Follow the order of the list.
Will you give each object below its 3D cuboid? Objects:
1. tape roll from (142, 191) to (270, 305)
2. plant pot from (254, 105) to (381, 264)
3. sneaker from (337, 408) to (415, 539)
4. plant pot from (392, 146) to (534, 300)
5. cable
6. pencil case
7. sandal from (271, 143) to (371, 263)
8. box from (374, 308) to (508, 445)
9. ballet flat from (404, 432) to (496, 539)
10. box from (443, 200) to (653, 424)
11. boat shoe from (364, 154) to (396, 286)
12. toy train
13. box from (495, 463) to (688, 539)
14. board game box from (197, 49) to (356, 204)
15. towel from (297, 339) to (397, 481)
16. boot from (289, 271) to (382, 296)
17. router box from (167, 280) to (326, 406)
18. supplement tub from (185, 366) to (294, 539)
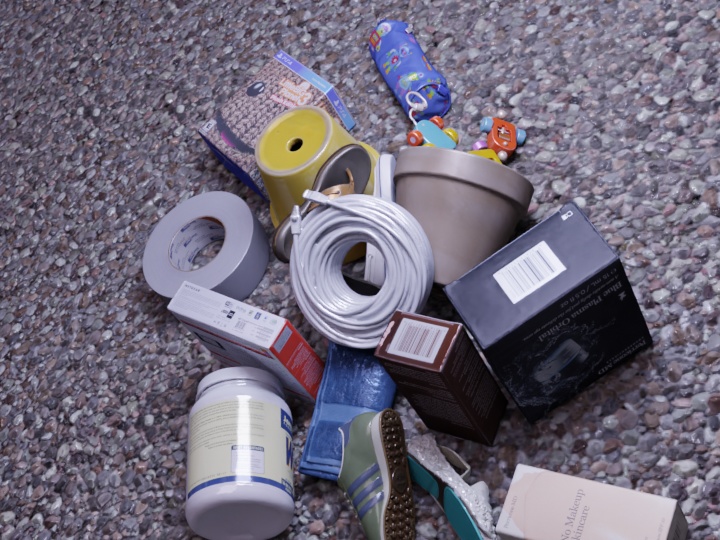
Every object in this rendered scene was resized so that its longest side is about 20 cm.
[{"bbox_3d":[-0.244,-0.026,1.891,0.198,0.066,0.202,-13,53,18],"label":"tape roll"},{"bbox_3d":[-0.063,-0.138,1.795,0.199,0.189,0.203,-13,53,19],"label":"plant pot"},{"bbox_3d":[0.014,0.281,1.519,0.089,0.067,0.203,-11,79,37],"label":"sneaker"},{"bbox_3d":[0.126,-0.055,1.657,0.198,0.200,0.176,8,78,31],"label":"plant pot"},{"bbox_3d":[0.000,0.000,1.587,0.198,0.069,0.203,10,100,19],"label":"cable"},{"bbox_3d":[0.079,-0.325,1.924,0.087,0.078,0.201,-45,46,22],"label":"pencil case"},{"bbox_3d":[-0.046,-0.089,1.681,0.200,0.082,0.054,-48,37,-16],"label":"sandal"},{"bbox_3d":[0.106,0.137,1.505,0.099,0.201,0.075,12,61,32],"label":"box"},{"bbox_3d":[0.121,0.270,1.496,0.072,0.072,0.200,-41,49,-4],"label":"ballet flat"},{"bbox_3d":[0.238,0.056,1.492,0.196,0.200,0.118,-34,48,2],"label":"box"},{"bbox_3d":[0.023,-0.066,1.726,0.069,0.071,0.203,-1,95,15],"label":"boat shoe"},{"bbox_3d":[0.148,-0.186,1.751,0.056,0.198,0.151,123,155,-44],"label":"toy train"},{"bbox_3d":[0.268,0.300,1.386,0.198,0.078,0.096,7,62,31],"label":"box"},{"bbox_3d":[-0.138,-0.236,1.963,0.200,0.097,0.159,-45,49,-8],"label":"board game box"},{"bbox_3d":[-0.011,0.187,1.610,0.111,0.049,0.202,6,71,29],"label":"towel"},{"bbox_3d":[-0.010,0.047,1.717,0.199,0.144,0.073,31,85,1],"label":"boot"},{"bbox_3d":[-0.150,0.105,1.674,0.199,0.180,0.049,18,67,35],"label":"router box"},{"bbox_3d":[-0.161,0.247,1.603,0.143,0.145,0.202,-16,51,16],"label":"supplement tub"}]
